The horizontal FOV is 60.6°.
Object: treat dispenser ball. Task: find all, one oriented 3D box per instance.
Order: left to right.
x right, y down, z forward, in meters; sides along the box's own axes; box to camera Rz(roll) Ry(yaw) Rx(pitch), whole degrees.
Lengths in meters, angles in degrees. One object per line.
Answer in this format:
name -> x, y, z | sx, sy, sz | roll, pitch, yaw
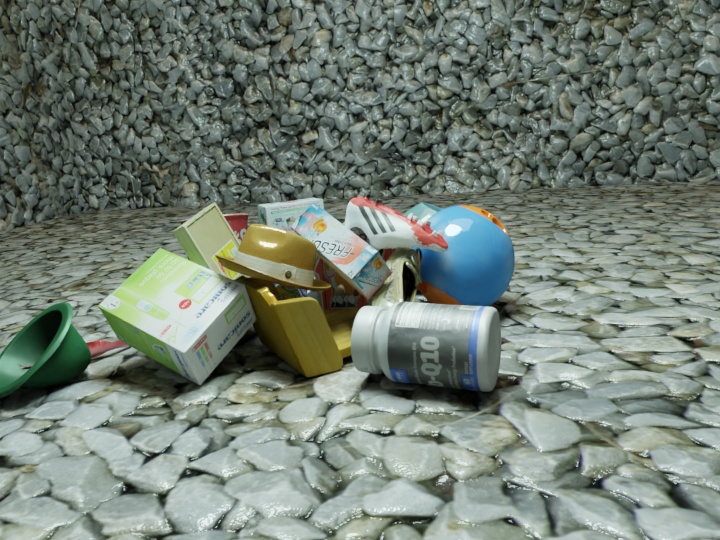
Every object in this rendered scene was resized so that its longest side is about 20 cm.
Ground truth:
treat dispenser ball -> 0.192, -0.021, 1.169 | 0.195, 0.206, 0.201 | -4, 13, 1

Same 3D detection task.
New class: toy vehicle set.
toy vehicle set -> -0.241, -0.010, 1.098 | 0.026, 0.203, 0.125 | -24, 15, 23

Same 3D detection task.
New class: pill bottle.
pill bottle -> 0.092, 0.104, 0.870 | 0.195, 0.117, 0.113 | 1, 14, 24

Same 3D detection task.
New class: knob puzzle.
knob puzzle -> 0.000, 0.000, 1.149 | 0.214, 0.225, 0.031 | -2, 19, 8

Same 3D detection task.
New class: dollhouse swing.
dollhouse swing -> -0.078, 0.060, 1.022 | 0.174, 0.185, 0.199 | -31, 22, -21

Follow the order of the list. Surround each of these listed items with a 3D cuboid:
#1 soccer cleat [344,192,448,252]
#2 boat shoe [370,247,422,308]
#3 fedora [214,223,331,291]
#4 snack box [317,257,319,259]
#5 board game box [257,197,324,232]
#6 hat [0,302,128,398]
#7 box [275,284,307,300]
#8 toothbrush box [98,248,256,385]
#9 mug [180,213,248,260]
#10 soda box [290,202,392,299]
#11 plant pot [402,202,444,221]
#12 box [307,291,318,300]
soccer cleat -> 0.059, -0.065, 1.076 | 0.197, 0.087, 0.068 | 27, 14, 16
boat shoe -> 0.076, 0.025, 1.051 | 0.062, 0.074, 0.202 | -18, 30, 31
fedora -> -0.134, -0.025, 1.006 | 0.196, 0.084, 0.201 | 15, 1, 0
snack box -> -0.031, -0.044, 1.258 | 0.070, 0.025, 0.200 | -15, -1, 12
board game box -> -0.154, -0.058, 1.435 | 0.144, 0.205, 0.064 | -10, 14, -26
hat -> -0.466, 0.165, 1.006 | 0.164, 0.177, 0.201 | 13, 59, 47
box -> -0.145, 0.012, 1.202 | 0.063, 0.071, 0.201 | -25, 27, 6
toothbrush box -> -0.290, 0.068, 0.986 | 0.197, 0.087, 0.146 | 22, 53, 26
mug -> -0.261, -0.005, 1.226 | 0.131, 0.206, 0.175 | -4, 3, 42
soda box -> -0.035, -0.036, 1.054 | 0.064, 0.069, 0.199 | -45, 47, -7
plant pot -> 0.152, -0.071, 1.378 | 0.196, 0.137, 0.200 | 21, 14, -6
box -> -0.146, 0.035, 1.285 | 0.198, 0.042, 0.155 | 11, 43, 47
